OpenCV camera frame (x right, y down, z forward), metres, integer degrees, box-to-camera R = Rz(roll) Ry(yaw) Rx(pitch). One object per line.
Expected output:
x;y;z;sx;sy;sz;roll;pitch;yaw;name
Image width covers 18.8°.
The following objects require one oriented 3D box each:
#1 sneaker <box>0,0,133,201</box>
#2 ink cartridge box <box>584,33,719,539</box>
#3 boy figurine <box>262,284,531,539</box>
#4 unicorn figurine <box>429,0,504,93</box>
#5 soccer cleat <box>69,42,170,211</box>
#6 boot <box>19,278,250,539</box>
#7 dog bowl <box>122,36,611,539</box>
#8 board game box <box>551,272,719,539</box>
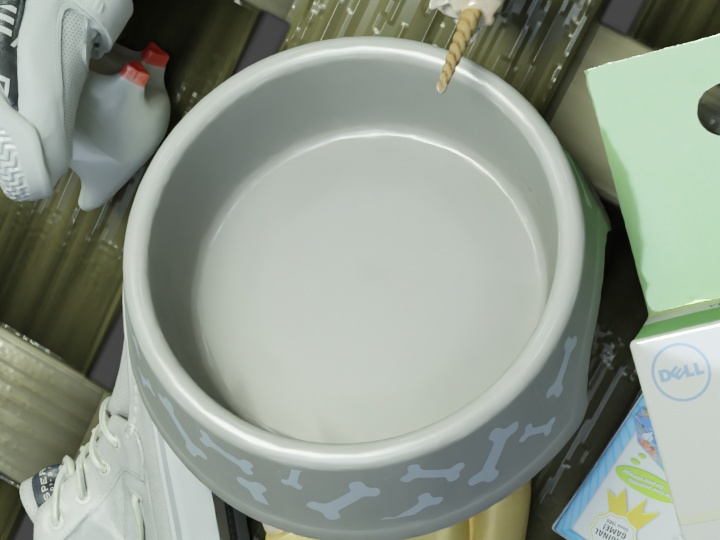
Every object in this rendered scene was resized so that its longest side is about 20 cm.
-0.092;-0.126;0.853;0.114;0.075;0.201;2;82;-6;sneaker
0.171;0.008;0.812;0.145;0.048;0.201;-13;100;20;ink cartridge box
0.012;0.104;0.912;0.124;0.064;0.201;-8;97;16;boy figurine
0.067;-0.183;0.830;0.137;0.074;0.201;-25;78;21;unicorn figurine
-0.172;-0.102;0.919;0.200;0.069;0.078;35;113;4;soccer cleat
-0.103;0.086;0.936;0.095;0.074;0.201;-4;102;11;boot
0.000;0.000;0.837;0.199;0.059;0.201;-4;67;8;dog bowl
0.196;0.103;0.869;0.200;0.034;0.135;34;110;7;board game box
